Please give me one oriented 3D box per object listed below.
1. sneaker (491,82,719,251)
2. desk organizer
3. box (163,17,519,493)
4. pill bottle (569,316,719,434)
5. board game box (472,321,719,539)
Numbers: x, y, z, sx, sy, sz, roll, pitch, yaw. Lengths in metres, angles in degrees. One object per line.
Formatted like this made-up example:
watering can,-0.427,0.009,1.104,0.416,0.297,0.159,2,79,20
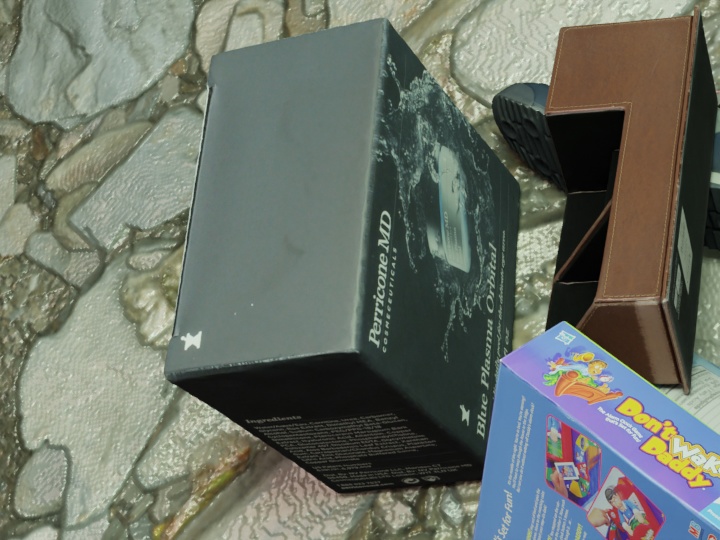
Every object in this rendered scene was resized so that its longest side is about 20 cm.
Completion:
sneaker,0.171,-0.077,0.911,0.200,0.070,0.082,28,64,35
desk organizer,0.133,-0.039,0.795,0.077,0.072,0.200,-2,49,21
box,0.000,0.000,0.875,0.117,0.200,0.197,-8,62,26
pill bottle,0.174,0.108,0.773,0.200,0.109,0.109,34,85,38
board game box,0.116,0.141,0.734,0.045,0.200,0.134,-27,50,-32
